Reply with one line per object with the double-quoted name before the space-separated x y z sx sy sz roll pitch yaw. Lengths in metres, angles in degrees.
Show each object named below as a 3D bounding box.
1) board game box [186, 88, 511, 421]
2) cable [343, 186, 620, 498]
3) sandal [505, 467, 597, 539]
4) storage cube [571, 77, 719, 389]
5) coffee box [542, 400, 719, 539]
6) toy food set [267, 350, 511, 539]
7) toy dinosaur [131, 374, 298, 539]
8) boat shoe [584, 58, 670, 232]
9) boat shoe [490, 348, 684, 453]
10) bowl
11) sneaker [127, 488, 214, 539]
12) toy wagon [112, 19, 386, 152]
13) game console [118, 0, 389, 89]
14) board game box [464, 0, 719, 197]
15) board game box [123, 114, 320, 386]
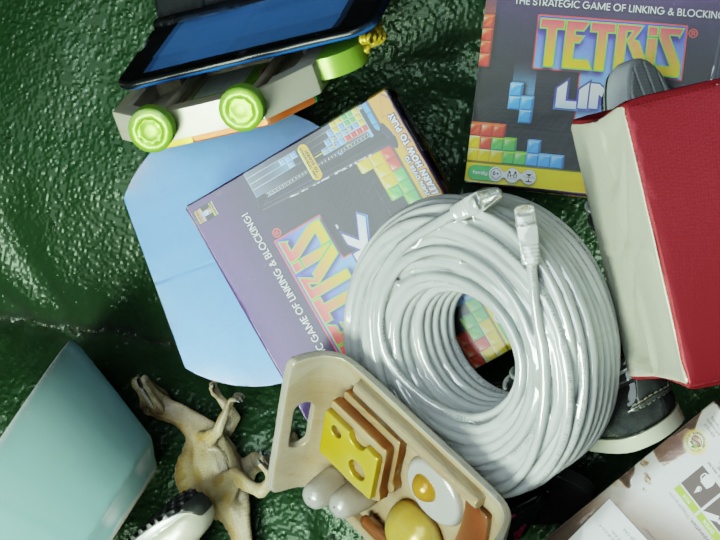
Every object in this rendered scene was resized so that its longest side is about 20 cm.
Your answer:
"board game box" 0.000 0.000 1.716 0.165 0.057 0.200 -31 88 8
"cable" 0.076 0.047 1.599 0.200 0.069 0.201 -12 96 43
"sandal" 0.071 0.168 1.706 0.199 0.075 0.045 -6 50 26
"storage cube" 0.246 -0.031 1.500 0.179 0.171 0.201 -12 91 -6
"coffee box" 0.194 0.178 1.642 0.200 0.113 0.080 -41 75 13
"toy food set" 0.013 0.161 1.619 0.200 0.060 0.144 42 144 27
"toy dinosaur" -0.093 0.153 1.787 0.101 0.058 0.200 -34 75 31
"boat shoe" 0.180 -0.037 1.624 0.071 0.072 0.201 -15 80 41
"boat shoe" 0.129 0.083 1.661 0.200 0.072 0.068 -7 117 49
"bowl" -0.219 0.161 1.764 0.105 0.201 0.201 33 99 -1
"sneaker" -0.146 0.241 1.773 0.093 0.070 0.200 44 121 3
"toy wagon" -0.074 -0.134 1.734 0.199 0.155 0.040 -11 111 18
"game console" -0.076 -0.224 1.755 0.199 0.118 0.171 -11 84 18
"board game box" 0.180 -0.130 1.692 0.199 0.057 0.166 6 91 20
"board game box" -0.074 -0.019 1.785 0.158 0.039 0.201 -21 89 10
